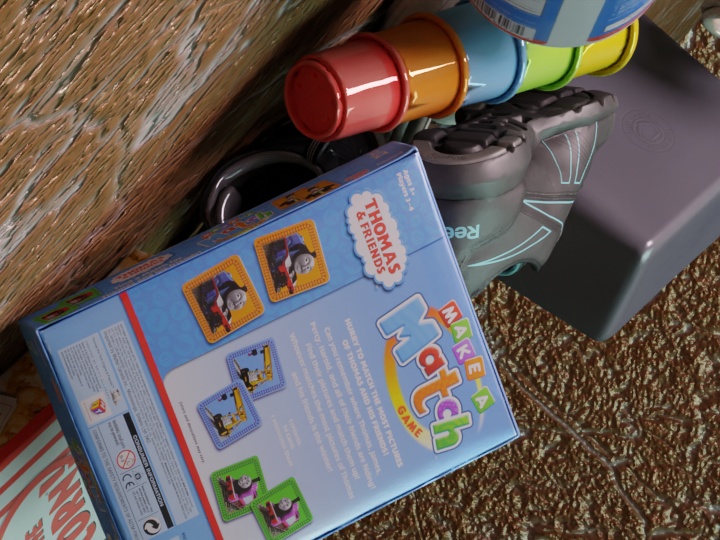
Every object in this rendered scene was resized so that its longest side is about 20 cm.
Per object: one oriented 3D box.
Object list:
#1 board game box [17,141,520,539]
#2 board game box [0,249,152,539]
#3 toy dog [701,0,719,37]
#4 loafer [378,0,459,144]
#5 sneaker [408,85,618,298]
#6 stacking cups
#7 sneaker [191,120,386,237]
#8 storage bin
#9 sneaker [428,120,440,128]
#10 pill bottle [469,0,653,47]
[{"bbox_3d":[-0.039,0.050,1.349,0.199,0.152,0.037,-25,-163,-17],"label":"board game box"},{"bbox_3d":[-0.141,0.111,1.417,0.200,0.046,0.152,-45,139,-30],"label":"board game box"},{"bbox_3d":[0.195,-0.197,1.606,0.097,0.199,0.132,-64,-159,-3],"label":"toy dog"},{"bbox_3d":[0.039,-0.109,1.538,0.200,0.070,0.070,-52,173,36],"label":"loafer"},{"bbox_3d":[0.074,-0.045,1.473,0.200,0.075,0.080,-31,122,-59],"label":"sneaker"},{"bbox_3d":[0.050,-0.100,1.419,0.199,0.061,0.061,-23,160,-41],"label":"stacking cups"},{"bbox_3d":[-0.065,0.000,1.496,0.201,0.075,0.114,-55,173,10],"label":"sneaker"},{"bbox_3d":[0.133,-0.050,1.659,0.200,0.134,0.146,-37,159,-43],"label":"storage bin"},{"bbox_3d":[0.032,-0.096,1.655,0.201,0.075,0.099,-58,164,20],"label":"sneaker"},{"bbox_3d":[0.097,-0.174,1.303,0.112,0.112,0.200,-47,176,-7],"label":"pill bottle"}]
